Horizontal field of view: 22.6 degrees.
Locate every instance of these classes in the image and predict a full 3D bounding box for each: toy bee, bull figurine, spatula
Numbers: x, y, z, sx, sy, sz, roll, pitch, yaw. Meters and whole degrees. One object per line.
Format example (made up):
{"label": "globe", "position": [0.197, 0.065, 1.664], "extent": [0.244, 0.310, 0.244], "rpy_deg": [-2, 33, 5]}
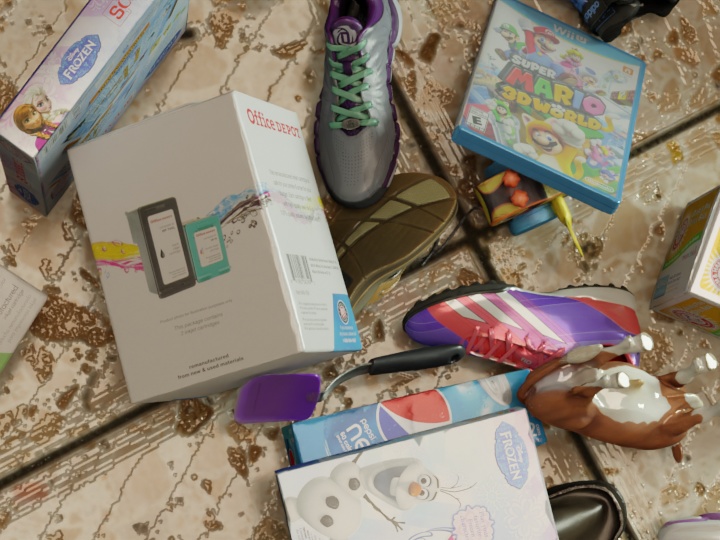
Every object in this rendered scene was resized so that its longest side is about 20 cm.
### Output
{"label": "toy bee", "position": [0.139, -0.061, 1.469], "extent": [0.131, 0.109, 0.200], "rpy_deg": [45, 77, -2]}
{"label": "bull figurine", "position": [0.222, 0.103, 1.425], "extent": [0.199, 0.121, 0.065], "rpy_deg": [10, 61, -32]}
{"label": "spatula", "position": [-0.003, 0.083, 1.403], "extent": [0.199, 0.057, 0.021], "rpy_deg": [-14, 51, -27]}

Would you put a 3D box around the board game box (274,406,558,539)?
{"label": "board game box", "position": [0.054, 0.225, 1.374], "extent": [0.198, 0.043, 0.201], "rpy_deg": [-14, 88, -5]}

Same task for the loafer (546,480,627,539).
{"label": "loafer", "position": [0.130, 0.228, 1.439], "extent": [0.199, 0.071, 0.073], "rpy_deg": [-25, 86, -12]}

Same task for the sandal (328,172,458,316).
{"label": "sandal", "position": [0.000, 0.000, 1.462], "extent": [0.200, 0.054, 0.080], "rpy_deg": [-48, 60, 2]}

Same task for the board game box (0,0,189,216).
{"label": "board game box", "position": [-0.202, -0.150, 1.379], "extent": [0.041, 0.200, 0.200], "rpy_deg": [35, 77, 0]}

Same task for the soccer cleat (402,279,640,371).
{"label": "soccer cleat", "position": [0.134, 0.053, 1.464], "extent": [0.199, 0.068, 0.074], "rpy_deg": [0, 62, -13]}

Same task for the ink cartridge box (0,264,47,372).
{"label": "ink cartridge box", "position": [-0.356, 0.013, 1.370], "extent": [0.200, 0.067, 0.117], "rpy_deg": [35, 77, -19]}

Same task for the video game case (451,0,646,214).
{"label": "video game case", "position": [0.158, -0.140, 1.472], "extent": [0.143, 0.018, 0.200], "rpy_deg": [24, 42, -5]}

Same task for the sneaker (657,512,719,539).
{"label": "sneaker", "position": [0.335, 0.258, 1.466], "extent": [0.199, 0.075, 0.100], "rpy_deg": [18, 77, -6]}

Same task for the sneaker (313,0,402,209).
{"label": "sneaker", "position": [-0.012, -0.153, 1.452], "extent": [0.074, 0.088, 0.201], "rpy_deg": [-5, 68, 17]}

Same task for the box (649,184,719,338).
{"label": "box", "position": [0.357, 0.016, 1.489], "extent": [0.199, 0.112, 0.102], "rpy_deg": [23, 80, -5]}

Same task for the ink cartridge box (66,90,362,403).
{"label": "ink cartridge box", "position": [-0.109, -0.015, 1.378], "extent": [0.145, 0.147, 0.201], "rpy_deg": [-17, 83, 16]}

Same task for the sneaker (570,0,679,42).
{"label": "sneaker", "position": [0.181, -0.248, 1.519], "extent": [0.199, 0.077, 0.112], "rpy_deg": [-9, 73, -17]}

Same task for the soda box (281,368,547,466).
{"label": "soda box", "position": [0.042, 0.132, 1.441], "extent": [0.199, 0.068, 0.065], "rpy_deg": [-13, 84, -11]}
